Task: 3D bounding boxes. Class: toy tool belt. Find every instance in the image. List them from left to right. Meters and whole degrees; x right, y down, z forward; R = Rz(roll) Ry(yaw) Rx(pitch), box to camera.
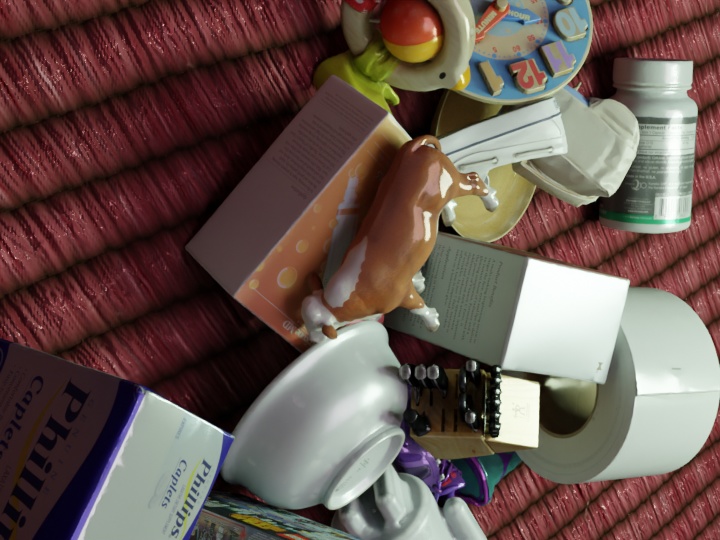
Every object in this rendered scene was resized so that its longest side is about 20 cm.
[{"bbox_3d":[0.191,-0.154,1.422,0.199,0.123,0.126,35,88,-2],"label":"toy tool belt"}]

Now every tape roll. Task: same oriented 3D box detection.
[{"bbox_3d":[0.256,0.117,1.428,0.138,0.202,0.206,2,97,-37],"label":"tape roll"}]

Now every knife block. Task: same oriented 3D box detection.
[{"bbox_3d":[0.072,0.128,1.265,0.174,0.199,0.065,13,72,-31],"label":"knife block"}]

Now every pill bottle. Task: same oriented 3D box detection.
[{"bbox_3d":[0.348,-0.153,1.643,0.112,0.112,0.203,-10,105,-47],"label":"pill bottle"}]

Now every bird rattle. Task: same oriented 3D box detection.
[{"bbox_3d":[0.028,-0.233,1.233,0.113,0.161,0.203,-52,144,-53],"label":"bird rattle"}]

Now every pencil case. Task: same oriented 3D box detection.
[{"bbox_3d":[0.163,0.179,1.520,0.199,0.084,0.094,-35,126,-40],"label":"pencil case"}]

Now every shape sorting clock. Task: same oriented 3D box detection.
[{"bbox_3d":[0.135,-0.255,1.341,0.197,0.039,0.203,4,72,-11],"label":"shape sorting clock"}]

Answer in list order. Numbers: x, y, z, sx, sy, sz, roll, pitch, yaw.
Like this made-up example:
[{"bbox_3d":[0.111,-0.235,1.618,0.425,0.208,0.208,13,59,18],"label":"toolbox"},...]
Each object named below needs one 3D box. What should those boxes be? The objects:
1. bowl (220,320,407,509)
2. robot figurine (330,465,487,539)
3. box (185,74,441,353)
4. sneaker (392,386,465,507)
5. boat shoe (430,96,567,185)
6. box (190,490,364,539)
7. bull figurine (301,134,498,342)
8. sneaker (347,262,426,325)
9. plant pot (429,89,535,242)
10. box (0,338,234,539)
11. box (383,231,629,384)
[{"bbox_3d":[-0.023,0.148,1.221,0.200,0.090,0.202,-39,157,-19],"label":"bowl"},{"bbox_3d":[0.042,0.287,1.371,0.113,0.168,0.201,-93,157,-58],"label":"robot figurine"},{"bbox_3d":[-0.033,-0.045,1.186,0.201,0.097,0.124,-49,133,-1],"label":"box"},{"bbox_3d":[0.069,0.194,1.416,0.081,0.083,0.202,-41,125,-36],"label":"sneaker"},{"bbox_3d":[0.108,-0.108,1.336,0.197,0.072,0.067,-21,96,-4],"label":"boat shoe"},{"bbox_3d":[-0.082,0.228,1.157,0.136,0.198,0.040,18,85,-50],"label":"box"},{"bbox_3d":[0.031,-0.014,1.142,0.121,0.065,0.202,18,106,-45],"label":"bull figurine"},{"bbox_3d":[0.000,0.000,1.304,0.087,0.073,0.202,43,65,-41],"label":"sneaker"},{"bbox_3d":[0.131,-0.132,1.463,0.199,0.027,0.203,-12,107,-47],"label":"plant pot"},{"bbox_3d":[-0.221,0.164,0.983,0.105,0.198,0.186,39,69,-45],"label":"box"},{"bbox_3d":[0.137,0.030,1.349,0.151,0.199,0.108,11,94,-39],"label":"box"}]
